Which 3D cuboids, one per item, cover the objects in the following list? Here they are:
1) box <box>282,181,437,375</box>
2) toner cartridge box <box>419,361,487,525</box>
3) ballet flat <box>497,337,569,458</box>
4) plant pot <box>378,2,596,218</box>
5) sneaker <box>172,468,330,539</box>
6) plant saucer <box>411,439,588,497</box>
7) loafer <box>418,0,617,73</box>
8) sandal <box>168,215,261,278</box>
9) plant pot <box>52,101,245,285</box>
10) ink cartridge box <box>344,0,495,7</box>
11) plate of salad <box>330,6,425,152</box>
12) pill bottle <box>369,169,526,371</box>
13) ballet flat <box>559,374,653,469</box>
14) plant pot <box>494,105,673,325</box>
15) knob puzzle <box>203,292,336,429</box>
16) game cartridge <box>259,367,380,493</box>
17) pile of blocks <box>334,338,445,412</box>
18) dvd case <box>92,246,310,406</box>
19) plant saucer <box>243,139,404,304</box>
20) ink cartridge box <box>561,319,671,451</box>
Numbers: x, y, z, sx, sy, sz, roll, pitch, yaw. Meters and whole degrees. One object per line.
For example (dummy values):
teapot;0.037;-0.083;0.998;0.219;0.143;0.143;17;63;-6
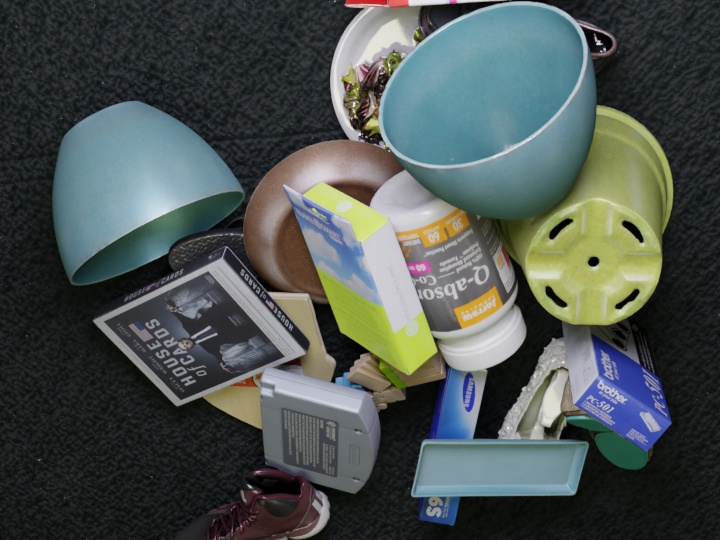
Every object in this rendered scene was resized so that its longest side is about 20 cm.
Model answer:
box;0.000;0.000;1.384;0.047;0.121;0.202;-36;129;-21
toner cartridge box;0.103;0.173;1.534;0.043;0.095;0.202;9;115;-1
ballet flat;0.200;0.167;1.541;0.071;0.072;0.202;16;115;-3
plant pot;0.133;-0.126;1.265;0.198;0.202;0.135;-21;134;13
sneaker;-0.141;0.276;1.592;0.198;0.076;0.116;-20;141;3
plant saucer;0.151;0.213;1.501;0.197;0.019;0.071;3;115;-17
loafer;0.157;-0.238;1.347;0.197;0.063;0.073;11;86;-11
sandal;-0.110;-0.030;1.486;0.197;0.045;0.076;-13;130;-10
plant pot;-0.236;-0.091;1.408;0.199;0.200;0.136;-30;84;16
ink cartridge box;0.084;-0.299;1.314;0.197;0.116;0.068;-2;112;5
plate of salad;0.066;-0.187;1.404;0.197;0.048;0.203;2;115;3
pill bottle;0.095;-0.004;1.408;0.115;0.117;0.202;-19;117;13
ballet flat;0.276;0.156;1.513;0.067;0.076;0.200;-5;154;31
plant pot;0.226;-0.041;1.381;0.197;0.185;0.203;2;115;4
knob puzzle;-0.119;0.099;1.546;0.216;0.031;0.222;8;130;10
game cartridge;-0.044;0.180;1.524;0.131;0.042;0.201;11;146;5
pile of blocks;0.013;0.109;1.509;0.081;0.063;0.199;26;137;-29
dvd case;-0.175;0.065;1.497;0.198;0.025;0.151;-24;120;31
plant saucer;-0.024;-0.040;1.449;0.197;0.037;0.203;-6;123;-9
ink cartridge box;0.263;0.100;1.431;0.093;0.201;0.044;33;113;-10
